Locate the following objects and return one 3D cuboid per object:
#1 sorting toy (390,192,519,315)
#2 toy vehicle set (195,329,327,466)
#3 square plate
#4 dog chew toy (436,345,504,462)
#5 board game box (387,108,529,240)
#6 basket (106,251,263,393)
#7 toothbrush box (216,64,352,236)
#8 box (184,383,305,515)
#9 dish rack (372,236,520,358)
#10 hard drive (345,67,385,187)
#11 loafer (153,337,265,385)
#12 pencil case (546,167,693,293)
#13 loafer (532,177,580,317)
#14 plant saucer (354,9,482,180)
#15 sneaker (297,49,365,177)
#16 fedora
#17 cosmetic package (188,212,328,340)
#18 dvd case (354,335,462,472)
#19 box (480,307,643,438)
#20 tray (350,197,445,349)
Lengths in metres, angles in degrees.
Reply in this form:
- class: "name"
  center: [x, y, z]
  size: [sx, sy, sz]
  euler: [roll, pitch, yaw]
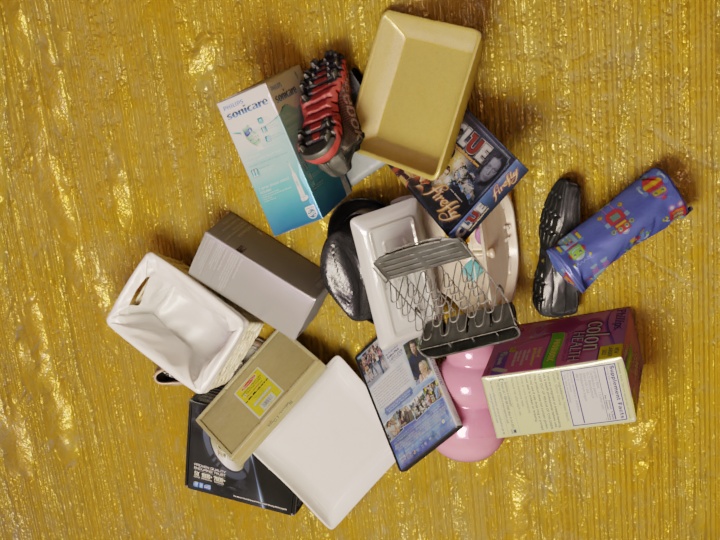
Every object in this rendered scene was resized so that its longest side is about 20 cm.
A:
- class: "sorting toy"
  center: [0.129, -0.044, 1.661]
  size: [0.178, 0.107, 0.202]
  euler: [2, 115, 27]
- class: "toy vehicle set"
  center: [-0.154, 0.191, 1.776]
  size: [0.200, 0.124, 0.027]
  euler: [-48, 131, -6]
- class: "square plate"
  center: [-0.044, 0.267, 1.799]
  size: [0.198, 0.028, 0.200]
  euler: [-46, 109, -9]
- class: "dog chew toy"
  center: [0.162, 0.179, 1.719]
  size: [0.123, 0.124, 0.203]
  euler: [7, 104, 15]
- class: "board game box"
  center: [0.124, -0.146, 1.566]
  size: [0.136, 0.200, 0.034]
  euler: [-48, 135, 11]
- class: "basket"
  center: [-0.265, 0.081, 1.783]
  size: [0.199, 0.123, 0.136]
  euler: [35, 96, 15]
- class: "toothbrush box"
  center: [-0.103, -0.171, 1.619]
  size: [0.084, 0.147, 0.202]
  euler: [-17, 104, 22]
- class: "box"
  center: [-0.178, 0.288, 1.882]
  size: [0.197, 0.086, 0.166]
  euler: [12, 112, 13]
- class: "dish rack"
  center: [0.113, 0.034, 1.558]
  size: [0.152, 0.055, 0.200]
  euler: [-17, 136, 25]
- class: "hard drive"
  center: [-0.046, -0.185, 1.695]
  size: [0.199, 0.033, 0.140]
  euler: [-32, 97, 25]
- class: "loafer"
  center: [-0.242, 0.156, 1.867]
  size: [0.198, 0.063, 0.073]
  euler: [-11, 107, 21]
- class: "pencil case"
  center: [0.348, -0.053, 1.560]
  size: [0.199, 0.087, 0.078]
  euler: [-37, 67, 0]
- class: "loafer"
  center: [0.290, -0.031, 1.632]
  size: [0.069, 0.068, 0.203]
  euler: [0, 107, -15]
- class: "plant saucer"
  center: [0.080, -0.237, 1.569]
  size: [0.199, 0.048, 0.202]
  euler: [25, 101, 45]
- class: "sneaker"
  center: [-0.038, -0.213, 1.597]
  size: [0.070, 0.202, 0.098]
  euler: [-18, 141, 26]
- class: "fedora"
  center: [0.000, 0.000, 1.687]
  size: [0.199, 0.091, 0.203]
  euler: [18, 120, 35]
- class: "cosmetic package"
  center: [-0.149, 0.008, 1.760]
  size: [0.198, 0.107, 0.091]
  euler: [28, 115, 4]
- class: "dvd case"
  center: [0.069, 0.180, 1.728]
  size: [0.143, 0.017, 0.202]
  euler: [-45, 57, 38]
- class: "box"
  center: [0.288, 0.143, 1.629]
  size: [0.198, 0.176, 0.098]
  euler: [-10, 107, 21]
- class: "tray"
  center: [0.057, 0.007, 1.632]
  size: [0.106, 0.022, 0.202]
  euler: [-19, 108, -14]
